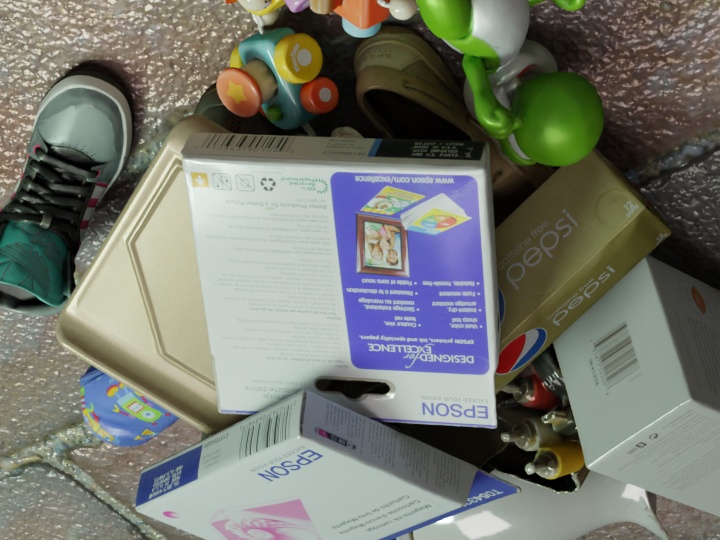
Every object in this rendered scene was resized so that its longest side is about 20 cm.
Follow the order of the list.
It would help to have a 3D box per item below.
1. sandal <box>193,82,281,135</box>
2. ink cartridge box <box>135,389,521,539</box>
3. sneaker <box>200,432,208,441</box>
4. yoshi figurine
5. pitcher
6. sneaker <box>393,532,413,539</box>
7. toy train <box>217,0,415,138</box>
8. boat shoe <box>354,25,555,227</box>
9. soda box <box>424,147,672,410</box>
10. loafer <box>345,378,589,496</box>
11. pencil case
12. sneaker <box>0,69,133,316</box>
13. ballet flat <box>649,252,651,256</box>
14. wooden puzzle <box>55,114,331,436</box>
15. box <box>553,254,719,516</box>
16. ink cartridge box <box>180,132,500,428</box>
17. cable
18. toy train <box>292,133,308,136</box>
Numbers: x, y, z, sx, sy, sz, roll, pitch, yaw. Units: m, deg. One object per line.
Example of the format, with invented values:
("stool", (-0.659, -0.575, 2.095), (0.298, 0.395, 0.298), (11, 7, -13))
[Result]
("sandal", (-0.100, -0.050, 1.334), (0.082, 0.055, 0.200), (16, 138, -7))
("ink cartridge box", (-0.024, 0.163, 1.321), (0.200, 0.043, 0.196), (28, 143, -29))
("sneaker", (-0.050, 0.089, 1.464), (0.106, 0.075, 0.200), (14, 145, -12))
("yoshi figurine", (0.099, -0.140, 1.178), (0.112, 0.112, 0.200), (-19, 131, 14))
("pitcher", (0.134, 0.148, 1.467), (0.199, 0.121, 0.172), (-8, 115, 2))
("sneaker", (-0.018, 0.202, 1.512), (0.108, 0.070, 0.200), (-23, 158, -4))
("toy train", (-0.039, -0.142, 1.169), (0.150, 0.056, 0.200), (41, 146, 28))
("boat shoe", (0.064, -0.078, 1.274), (0.071, 0.065, 0.200), (-31, 123, 33))
("soda box", (0.112, 0.011, 1.272), (0.200, 0.068, 0.064), (-44, 151, 10))
("loafer", (0.085, 0.112, 1.366), (0.199, 0.070, 0.075), (15, 142, -5))
("pencil case", (-0.146, 0.069, 1.418), (0.087, 0.078, 0.200), (26, 145, -20))
("sneaker", (-0.222, -0.038, 1.319), (0.083, 0.121, 0.200), (20, 134, -11))
("ballet flat", (0.121, 0.018, 1.356), (0.064, 0.068, 0.200), (20, 134, -43))
("wooden puzzle", (-0.088, 0.014, 1.287), (0.185, 0.037, 0.200), (31, 115, -7))
("box", (0.244, 0.090, 1.330), (0.200, 0.125, 0.097), (23, 132, -38))
("ink cartridge box", (-0.008, 0.007, 1.217), (0.198, 0.043, 0.200), (3, 122, 13))
("cable", (0.175, 0.112, 1.361), (0.050, 0.097, 0.200), (-34, 147, 34))
("toy train", (0.000, 0.000, 1.342), (0.150, 0.056, 0.200), (10, 137, 29))
